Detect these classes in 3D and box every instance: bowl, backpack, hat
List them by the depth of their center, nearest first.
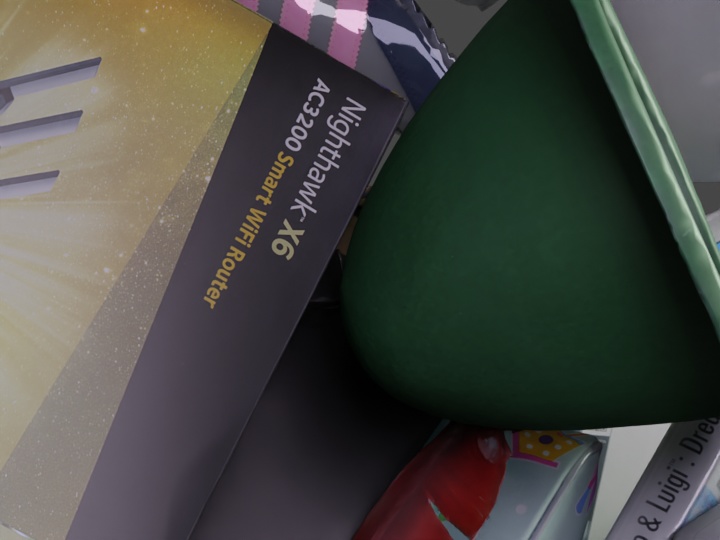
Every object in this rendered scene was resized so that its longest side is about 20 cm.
[{"bbox_3d":[0.005,0.013,0.693,0.176,0.200,0.166,-24,111,9],"label":"hat"},{"bbox_3d":[-0.021,0.104,0.794,0.153,0.200,0.176,29,63,4],"label":"backpack"},{"bbox_3d":[0.097,-0.114,0.944,0.090,0.201,0.201,-15,74,5],"label":"bowl"}]

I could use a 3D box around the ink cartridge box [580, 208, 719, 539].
[{"bbox_3d":[0.119,0.082,0.940,0.200,0.045,0.176,-26,79,-24],"label":"ink cartridge box"}]

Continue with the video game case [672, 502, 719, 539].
[{"bbox_3d":[0.185,0.123,0.811,0.200,0.023,0.182,-27,110,-37],"label":"video game case"}]

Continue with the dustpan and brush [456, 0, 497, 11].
[{"bbox_3d":[0.001,-0.167,0.914,0.057,0.200,0.140,-34,80,17],"label":"dustpan and brush"}]

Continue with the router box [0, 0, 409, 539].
[{"bbox_3d":[-0.101,0.005,0.669,0.157,0.052,0.200,29,67,-7],"label":"router box"}]

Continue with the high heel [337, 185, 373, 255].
[{"bbox_3d":[0.000,0.000,0.846,0.143,0.200,0.071,0,90,7],"label":"high heel"}]

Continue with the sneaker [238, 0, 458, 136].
[{"bbox_3d":[-0.029,-0.091,0.955,0.082,0.070,0.200,-42,89,-2],"label":"sneaker"}]

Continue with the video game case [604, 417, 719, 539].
[{"bbox_3d":[0.102,0.117,0.828,0.024,0.200,0.182,26,75,24],"label":"video game case"}]
